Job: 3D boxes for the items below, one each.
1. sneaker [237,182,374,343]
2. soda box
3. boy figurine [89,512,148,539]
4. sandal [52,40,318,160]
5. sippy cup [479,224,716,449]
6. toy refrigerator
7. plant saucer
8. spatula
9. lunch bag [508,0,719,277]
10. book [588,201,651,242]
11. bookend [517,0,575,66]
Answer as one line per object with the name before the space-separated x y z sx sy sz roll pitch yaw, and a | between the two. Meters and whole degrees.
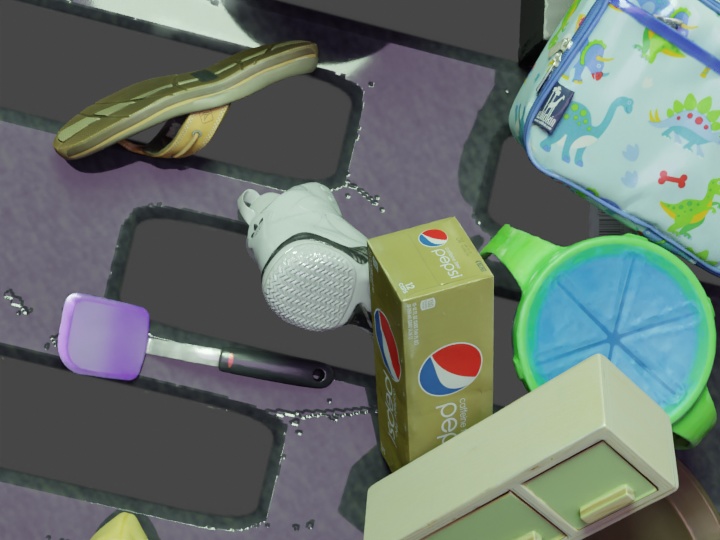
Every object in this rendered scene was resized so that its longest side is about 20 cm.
sneaker | 0.000 0.000 1.015 0.199 0.115 0.075 20 115 -39
soda box | 0.048 0.067 0.966 0.064 0.068 0.201 -16 132 -12
boy figurine | -0.178 0.271 1.001 0.124 0.064 0.201 17 90 -2
sandal | -0.119 -0.111 1.020 0.199 0.080 0.054 -20 111 -10
sippy cup | 0.162 0.046 1.004 0.139 0.130 0.179 -12 90 -6
toy refrigerator | 0.099 0.142 0.924 0.200 0.070 0.076 -34 120 29
plant saucer | 0.195 0.209 0.999 0.199 0.029 0.201 23 52 -34
spatula | -0.116 0.061 1.034 0.199 0.021 0.057 11 86 -5
lunch bag | 0.212 -0.104 0.958 0.199 0.082 0.161 32 101 -11
book | 0.266 -0.079 1.034 0.199 0.048 0.135 2 89 13
bookend | 0.220 -0.249 1.037 0.197 0.092 0.202 2 87 -5
